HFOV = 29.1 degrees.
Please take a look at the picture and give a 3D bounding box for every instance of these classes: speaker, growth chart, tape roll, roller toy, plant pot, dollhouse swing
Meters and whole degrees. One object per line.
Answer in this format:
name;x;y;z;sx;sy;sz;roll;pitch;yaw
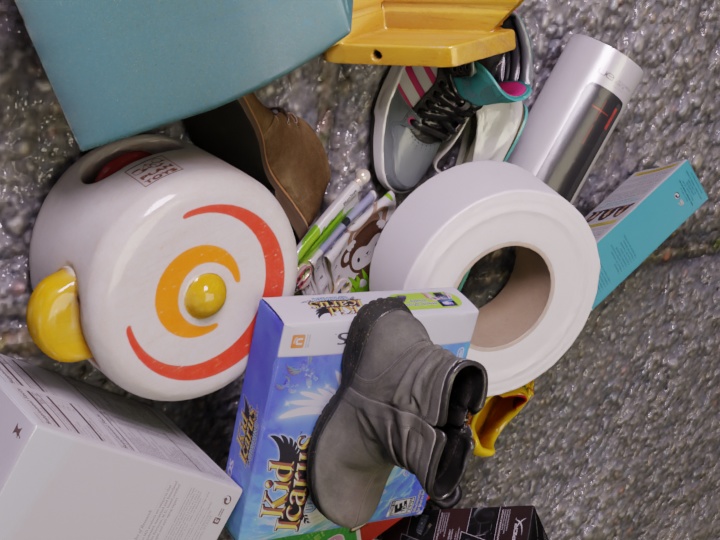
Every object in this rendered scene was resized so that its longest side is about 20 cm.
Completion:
speaker;0.186;-0.119;1.307;0.081;0.081;0.201;30;90;-42
growth chart;0.000;0.000;1.218;0.145;0.018;0.200;-54;146;-16
tape roll;0.109;0.009;1.224;0.200;0.071;0.205;-12;120;-20
roller toy;-0.147;-0.002;1.053;0.199;0.139;0.184;26;93;-42
plant pot;-0.110;-0.194;0.932;0.198;0.142;0.142;-11;125;11
dollhouse swing;0.004;-0.247;1.038;0.176;0.180;0.202;-35;126;-52

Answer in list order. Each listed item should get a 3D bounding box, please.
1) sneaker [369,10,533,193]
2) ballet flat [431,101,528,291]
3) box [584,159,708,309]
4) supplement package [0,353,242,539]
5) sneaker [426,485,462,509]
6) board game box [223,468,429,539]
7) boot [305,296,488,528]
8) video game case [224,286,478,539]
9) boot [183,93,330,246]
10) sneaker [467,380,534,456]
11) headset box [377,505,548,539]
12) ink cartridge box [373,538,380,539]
sneaker;0.085;-0.150;1.184;0.083;0.120;0.202;8;105;-40
ballet flat;0.088;-0.073;1.265;0.069;0.069;0.202;9;107;-40
box;0.251;-0.032;1.370;0.200;0.082;0.049;-40;103;-28
supplement package;-0.230;0.175;1.058;0.199;0.150;0.153;26;94;-42
sneaker;0.056;0.150;1.320;0.071;0.082;0.201;-38;129;-21
board game box;-0.019;0.182;1.204;0.199;0.040;0.154;-34;136;-11
boot;0.025;0.131;1.018;0.067;0.131;0.202;-2;118;-31
video game case;-0.010;0.114;1.104;0.179;0.045;0.202;-3;118;-31
boot;-0.082;-0.111;1.115;0.076;0.073;0.201;-55;141;-25
sneaker;0.152;0.094;1.374;0.073;0.077;0.202;33;80;-41
headset box;0.092;0.308;1.364;0.150;0.198;0.078;63;32;-36
ink cartridge box;0.038;0.333;1.326;0.201;0.159;0.050;104;4;-53
